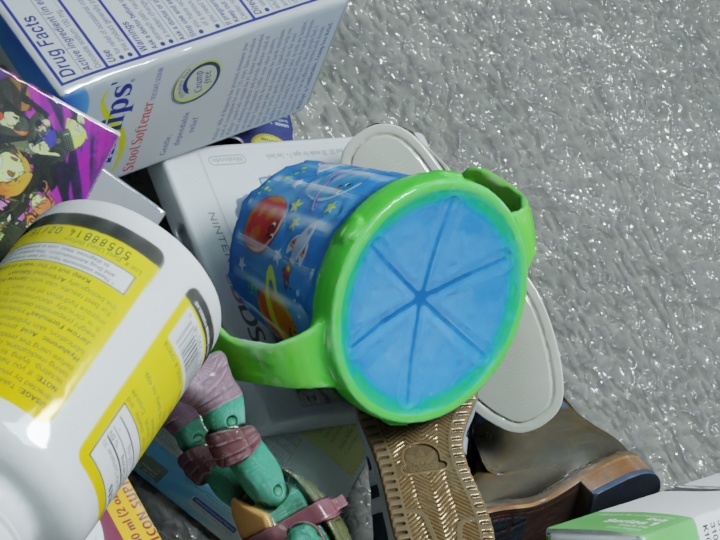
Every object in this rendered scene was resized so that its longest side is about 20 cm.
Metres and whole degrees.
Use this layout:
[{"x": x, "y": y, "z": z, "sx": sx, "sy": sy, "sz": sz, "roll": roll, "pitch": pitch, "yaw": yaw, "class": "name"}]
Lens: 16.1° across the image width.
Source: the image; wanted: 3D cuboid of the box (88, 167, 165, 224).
[{"x": -0.225, "y": -0.023, "z": 1.328, "sx": 0.200, "sy": 0.041, "sz": 0.156, "roll": 36, "pitch": 82, "yaw": -21, "class": "box"}]

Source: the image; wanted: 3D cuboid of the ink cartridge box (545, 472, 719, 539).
[{"x": 0.214, "y": 0.202, "z": 1.515, "sx": 0.200, "sy": 0.084, "sz": 0.146, "roll": -13, "pitch": 95, "yaw": -41, "class": "ink cartridge box"}]

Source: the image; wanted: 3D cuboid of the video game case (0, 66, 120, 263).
[{"x": -0.244, "y": -0.024, "z": 1.279, "sx": 0.181, "sy": 0.036, "sz": 0.200, "roll": 30, "pitch": 85, "yaw": -24, "class": "video game case"}]

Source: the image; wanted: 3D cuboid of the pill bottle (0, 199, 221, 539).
[{"x": -0.157, "y": 0.069, "z": 1.213, "sx": 0.111, "sy": 0.111, "sz": 0.200, "roll": 39, "pitch": 51, "yaw": -8, "class": "pill bottle"}]

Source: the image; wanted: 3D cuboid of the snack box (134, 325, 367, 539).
[{"x": -0.043, "y": 0.073, "z": 1.475, "sx": 0.116, "sy": 0.037, "sz": 0.200, "roll": 39, "pitch": 45, "yaw": -7, "class": "snack box"}]

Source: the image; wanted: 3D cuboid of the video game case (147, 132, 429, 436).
[{"x": -0.010, "y": 0.003, "z": 1.504, "sx": 0.200, "sy": 0.024, "sz": 0.182, "roll": -6, "pitch": 63, "yaw": -38, "class": "video game case"}]

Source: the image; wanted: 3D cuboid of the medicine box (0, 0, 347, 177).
[{"x": -0.144, "y": -0.159, "z": 1.464, "sx": 0.200, "sy": 0.103, "sz": 0.182, "roll": -22, "pitch": 63, "yaw": -31, "class": "medicine box"}]

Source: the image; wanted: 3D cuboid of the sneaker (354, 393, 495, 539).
[{"x": 0.034, "y": 0.128, "z": 1.417, "sx": 0.070, "sy": 0.109, "sz": 0.200, "roll": -3, "pitch": 44, "yaw": -5, "class": "sneaker"}]

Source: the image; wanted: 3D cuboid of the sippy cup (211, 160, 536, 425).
[{"x": 0.000, "y": 0.000, "z": 1.390, "sx": 0.178, "sy": 0.130, "sz": 0.140, "roll": 11, "pitch": 99, "yaw": -40, "class": "sippy cup"}]

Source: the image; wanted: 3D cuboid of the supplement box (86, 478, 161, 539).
[{"x": -0.202, "y": 0.158, "z": 1.264, "sx": 0.200, "sy": 0.086, "sz": 0.110, "roll": -21, "pitch": 75, "yaw": -43, "class": "supplement box"}]

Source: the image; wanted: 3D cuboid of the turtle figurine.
[{"x": -0.054, "y": 0.145, "z": 1.336, "sx": 0.101, "sy": 0.150, "sz": 0.200, "roll": -24, "pitch": 83, "yaw": -40, "class": "turtle figurine"}]

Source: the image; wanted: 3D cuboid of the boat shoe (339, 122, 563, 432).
[{"x": 0.055, "y": 0.002, "z": 1.491, "sx": 0.200, "sy": 0.074, "sz": 0.060, "roll": 54, "pitch": 9, "yaw": 1, "class": "boat shoe"}]

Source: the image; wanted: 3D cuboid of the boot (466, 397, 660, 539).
[{"x": 0.073, "y": 0.130, "z": 1.521, "sx": 0.200, "sy": 0.075, "sz": 0.097, "roll": -12, "pitch": 45, "yaw": -33, "class": "boot"}]

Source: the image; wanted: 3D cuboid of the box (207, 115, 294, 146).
[{"x": -0.105, "y": -0.145, "z": 1.579, "sx": 0.121, "sy": 0.032, "sz": 0.200, "roll": 12, "pitch": 53, "yaw": -30, "class": "box"}]
